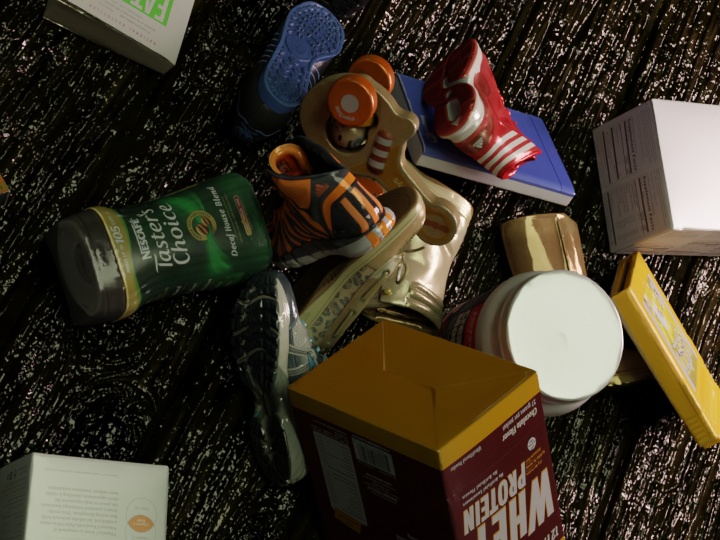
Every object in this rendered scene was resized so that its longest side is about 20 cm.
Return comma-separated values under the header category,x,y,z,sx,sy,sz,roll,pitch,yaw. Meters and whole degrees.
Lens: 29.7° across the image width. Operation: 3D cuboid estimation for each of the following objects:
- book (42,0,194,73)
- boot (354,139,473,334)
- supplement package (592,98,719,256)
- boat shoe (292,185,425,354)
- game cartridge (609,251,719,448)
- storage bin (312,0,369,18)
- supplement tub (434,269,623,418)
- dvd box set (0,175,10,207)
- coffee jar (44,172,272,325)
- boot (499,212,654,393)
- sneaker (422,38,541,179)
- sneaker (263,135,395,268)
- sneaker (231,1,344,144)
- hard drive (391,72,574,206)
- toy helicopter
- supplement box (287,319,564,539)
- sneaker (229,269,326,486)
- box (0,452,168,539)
category,x,y,z,sx,sy,sz,roll,pitch,yaw
book,-0.220,-0.311,1.343,0.132,0.048,0.203,25,63,-28
boot,0.017,-0.035,1.392,0.198,0.072,0.157,28,64,-25
supplement package,0.395,-0.107,1.620,0.197,0.110,0.158,1,76,-32
boat shoe,0.000,0.000,1.313,0.062,0.200,0.074,34,28,-24
game cartridge,0.347,0.087,1.524,0.201,0.032,0.176,56,20,-4
storage bin,-0.013,-0.394,1.461,0.134,0.093,0.202,30,63,-21
supplement tub,0.162,0.080,1.356,0.138,0.200,0.143,4,77,-17
dvd box set,-0.406,-0.120,1.148,0.145,0.029,0.201,-24,74,-35
coffee jar,-0.186,-0.019,1.251,0.198,0.085,0.106,-18,85,-33
boot,0.251,0.035,1.518,0.173,0.066,0.203,-4,76,-34
sneaker,0.130,-0.160,1.441,0.115,0.078,0.201,43,29,-21
sneaker,-0.055,-0.069,1.272,0.112,0.199,0.078,50,60,-19
sneaker,-0.078,-0.204,1.387,0.070,0.078,0.201,42,38,-11
hard drive,0.132,-0.143,1.485,0.198,0.025,0.133,13,40,-28
toy helicopter,0.016,-0.099,1.317,0.200,0.132,0.079,48,30,-8
supplement box,0.062,0.184,1.239,0.132,0.196,0.203,-32,123,-34
sneaker,-0.067,0.097,1.295,0.086,0.077,0.203,-14,102,-41
box,-0.237,0.264,1.131,0.123,0.097,0.203,11,70,-29
